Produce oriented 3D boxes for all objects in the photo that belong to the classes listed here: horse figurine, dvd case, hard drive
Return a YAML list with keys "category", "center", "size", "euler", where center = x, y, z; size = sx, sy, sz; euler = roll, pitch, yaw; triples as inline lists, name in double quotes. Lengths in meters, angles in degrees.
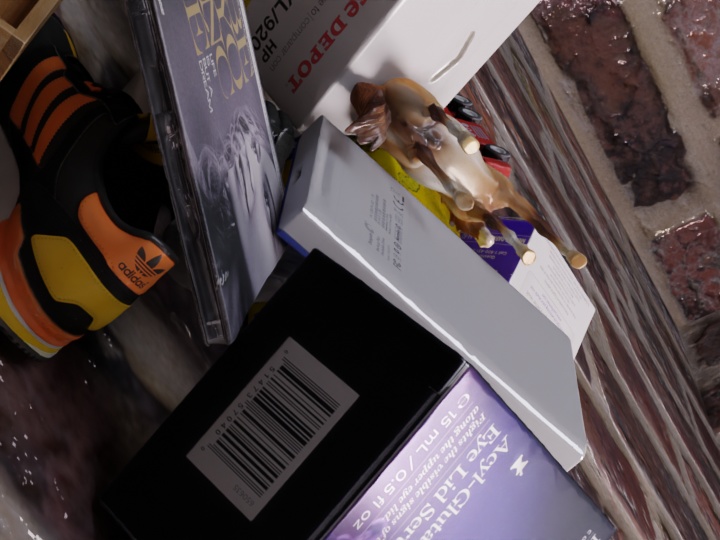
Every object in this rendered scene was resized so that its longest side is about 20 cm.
- category: "horse figurine"
  center: [0.051, -0.061, 0.895]
  size: [0.200, 0.050, 0.133]
  euler: [38, 5, -42]
- category: "dvd case"
  center: [-0.064, -0.064, 0.703]
  size: [0.200, 0.016, 0.149]
  euler: [-74, 153, -75]
- category: "hard drive"
  center: [0.041, 0.011, 0.823]
  size: [0.200, 0.025, 0.132]
  euler: [41, 21, -16]

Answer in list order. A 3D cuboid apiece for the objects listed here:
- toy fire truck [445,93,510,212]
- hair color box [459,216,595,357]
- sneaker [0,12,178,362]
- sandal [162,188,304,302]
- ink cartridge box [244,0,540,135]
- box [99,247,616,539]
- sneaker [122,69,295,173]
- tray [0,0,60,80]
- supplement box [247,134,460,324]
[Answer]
- category: "toy fire truck"
  center: [0.018, -0.114, 1.130]
  size: [0.141, 0.049, 0.200]
  euler: [12, 26, -22]
- category: "hair color box"
  center: [0.080, 0.075, 1.026]
  size: [0.109, 0.065, 0.200]
  euler: [52, 55, -42]
- category: "sneaker"
  center: [-0.120, -0.055, 0.675]
  size: [0.070, 0.090, 0.200]
  euler: [50, 21, -45]
- category: "sandal"
  center: [-0.065, -0.007, 0.864]
  size: [0.203, 0.082, 0.050]
  euler: [-69, 175, -72]
- category: "ink cartridge box"
  center: [-0.012, -0.202, 0.933]
  size: [0.200, 0.147, 0.145]
  euler: [52, 29, 19]
- category: "box"
  center: [0.007, 0.111, 0.688]
  size: [0.104, 0.148, 0.200]
  euler: [37, -6, 40]
- category: "sneaker"
  center: [-0.084, -0.071, 0.814]
  size: [0.099, 0.071, 0.200]
  euler: [37, 18, -11]
- category: "tray"
  center: [-0.175, -0.149, 0.677]
  size: [0.099, 0.037, 0.200]
  euler: [35, 24, -14]
- category: "supplement box"
  center: [0.000, 0.000, 0.971]
  size: [0.110, 0.109, 0.200]
  euler: [55, 17, -34]
